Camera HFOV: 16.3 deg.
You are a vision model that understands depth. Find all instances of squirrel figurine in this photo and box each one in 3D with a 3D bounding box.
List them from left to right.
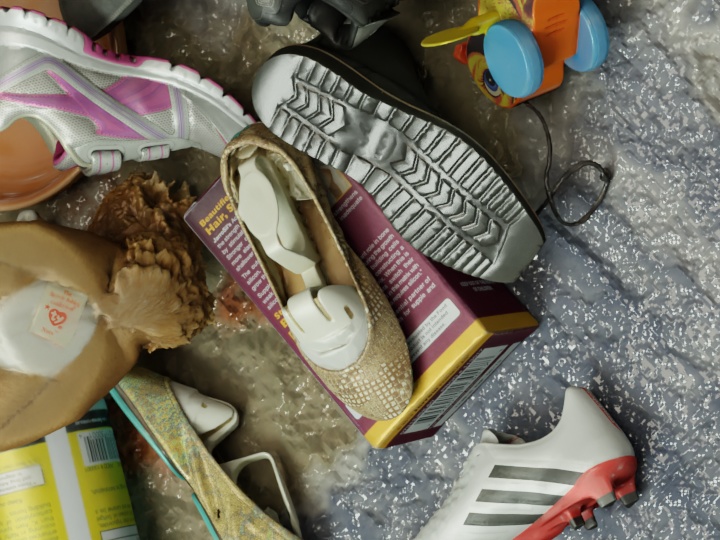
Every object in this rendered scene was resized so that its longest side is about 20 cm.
[{"bbox_3d":[-0.190,0.016,1.646,0.199,0.187,0.142,-17,98,-9],"label":"squirrel figurine"}]

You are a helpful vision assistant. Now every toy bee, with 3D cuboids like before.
[{"bbox_3d":[0.090,-0.139,1.523,0.109,0.130,0.201,35,119,47],"label":"toy bee"}]

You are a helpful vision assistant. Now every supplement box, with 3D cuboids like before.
[{"bbox_3d":[0.000,0.000,1.581,0.110,0.086,0.200,-46,72,20],"label":"supplement box"}]

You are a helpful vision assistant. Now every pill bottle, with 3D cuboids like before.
[{"bbox_3d":[-0.202,0.191,1.673,0.114,0.114,0.201,-17,83,26],"label":"pill bottle"}]

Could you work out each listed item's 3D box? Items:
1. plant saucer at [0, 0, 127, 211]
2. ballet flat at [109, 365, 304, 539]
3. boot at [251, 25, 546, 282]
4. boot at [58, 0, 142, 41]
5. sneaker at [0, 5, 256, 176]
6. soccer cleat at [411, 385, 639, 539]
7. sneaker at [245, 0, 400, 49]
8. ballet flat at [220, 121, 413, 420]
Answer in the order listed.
[{"bbox_3d":[-0.241,-0.141,1.729,0.199,0.037,0.201,0,90,27],"label":"plant saucer"},{"bbox_3d":[-0.094,0.127,1.650,0.071,0.071,0.200,-42,73,21],"label":"ballet flat"},{"bbox_3d":[0.041,-0.088,1.553,0.200,0.138,0.078,40,117,-1],"label":"boot"},{"bbox_3d":[-0.124,-0.252,1.597,0.200,0.072,0.183,-28,45,65],"label":"boot"},{"bbox_3d":[-0.161,-0.099,1.625,0.199,0.081,0.089,19,86,-12],"label":"sneaker"},{"bbox_3d":[0.080,0.147,1.560,0.200,0.069,0.085,-33,68,20],"label":"soccer cleat"},{"bbox_3d":[0.004,-0.180,1.524,0.066,0.199,0.091,1,94,53],"label":"sneaker"},{"bbox_3d":[-0.034,0.002,1.513,0.070,0.065,0.201,-34,77,23],"label":"ballet flat"}]
